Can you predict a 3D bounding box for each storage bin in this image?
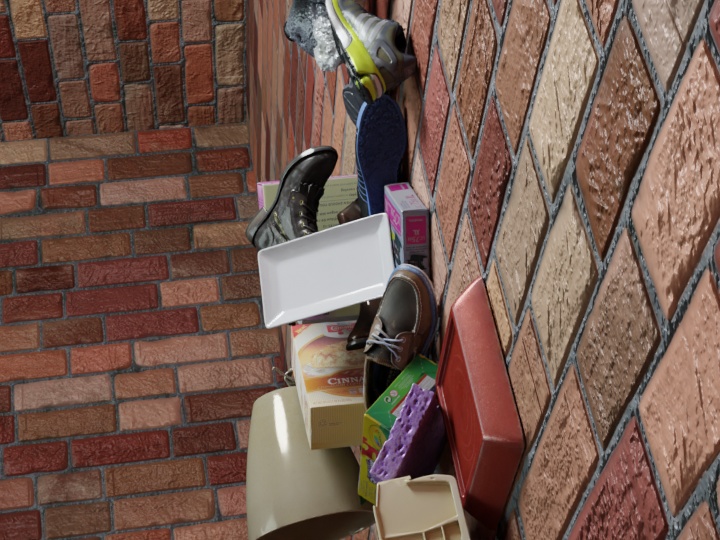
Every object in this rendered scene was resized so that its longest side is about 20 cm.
[{"bbox_3d":[0.081,0.341,1.435,0.200,0.093,0.200,76,-178,-61],"label":"storage bin"}]

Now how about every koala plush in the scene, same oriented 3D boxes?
[{"bbox_3d":[-0.053,-0.376,1.865,0.177,0.183,0.201,-42,-66,-72],"label":"koala plush"}]

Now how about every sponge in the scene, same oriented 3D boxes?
[{"bbox_3d":[0.059,0.209,1.525,0.112,0.030,0.200,-64,-16,-16],"label":"sponge"}]

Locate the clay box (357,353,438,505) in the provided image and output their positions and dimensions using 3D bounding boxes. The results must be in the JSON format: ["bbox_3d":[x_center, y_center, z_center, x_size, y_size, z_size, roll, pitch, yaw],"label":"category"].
[{"bbox_3d":[0.049,0.207,1.642,0.047,0.115,0.201,30,144,22],"label":"clay box"}]

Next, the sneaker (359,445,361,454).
[{"bbox_3d":[0.035,0.285,1.913,0.082,0.073,0.201,112,152,-63],"label":"sneaker"}]

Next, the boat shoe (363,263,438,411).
[{"bbox_3d":[0.044,0.090,1.622,0.072,0.072,0.201,-38,-40,-51],"label":"boat shoe"}]

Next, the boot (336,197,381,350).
[{"bbox_3d":[0.000,0.000,1.794,0.186,0.064,0.201,-15,-87,-78],"label":"boot"}]

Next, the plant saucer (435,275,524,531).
[{"bbox_3d":[0.117,0.142,1.397,0.200,0.036,0.201,96,165,-54],"label":"plant saucer"}]

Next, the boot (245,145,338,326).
[{"bbox_3d":[-0.063,-0.046,1.795,0.200,0.069,0.174,-53,49,22],"label":"boot"}]

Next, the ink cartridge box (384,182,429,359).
[{"bbox_3d":[0.059,0.002,1.694,0.119,0.042,0.201,-117,21,-69],"label":"ink cartridge box"}]

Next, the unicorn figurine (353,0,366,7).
[{"bbox_3d":[-0.005,-0.380,1.739,0.200,0.073,0.138,124,129,-68],"label":"unicorn figurine"}]

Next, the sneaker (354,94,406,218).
[{"bbox_3d":[0.021,-0.135,1.750,0.078,0.070,0.201,-129,34,-66],"label":"sneaker"}]

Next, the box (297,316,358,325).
[{"bbox_3d":[-0.050,-0.027,2.096,0.200,0.130,0.201,-141,46,-79],"label":"box"}]

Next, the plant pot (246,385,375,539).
[{"bbox_3d":[-0.087,0.273,1.892,0.188,0.186,0.201,103,153,-65],"label":"plant pot"}]

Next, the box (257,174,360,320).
[{"bbox_3d":[-0.051,-0.035,1.944,0.097,0.175,0.202,-155,59,-80],"label":"box"}]

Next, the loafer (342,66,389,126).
[{"bbox_3d":[0.019,-0.245,1.786,0.072,0.063,0.200,51,167,14],"label":"loafer"}]

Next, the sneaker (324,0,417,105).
[{"bbox_3d":[0.012,-0.285,1.654,0.074,0.080,0.201,74,175,-52],"label":"sneaker"}]

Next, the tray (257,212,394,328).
[{"bbox_3d":[-0.041,0.003,1.720,0.022,0.199,0.108,21,-123,-57],"label":"tray"}]

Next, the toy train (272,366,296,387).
[{"bbox_3d":[-0.044,0.148,2.007,0.085,0.199,0.116,-49,25,28],"label":"toy train"}]

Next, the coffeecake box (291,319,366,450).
[{"bbox_3d":[-0.009,0.151,1.847,0.200,0.152,0.074,-109,17,-58],"label":"coffeecake box"}]
